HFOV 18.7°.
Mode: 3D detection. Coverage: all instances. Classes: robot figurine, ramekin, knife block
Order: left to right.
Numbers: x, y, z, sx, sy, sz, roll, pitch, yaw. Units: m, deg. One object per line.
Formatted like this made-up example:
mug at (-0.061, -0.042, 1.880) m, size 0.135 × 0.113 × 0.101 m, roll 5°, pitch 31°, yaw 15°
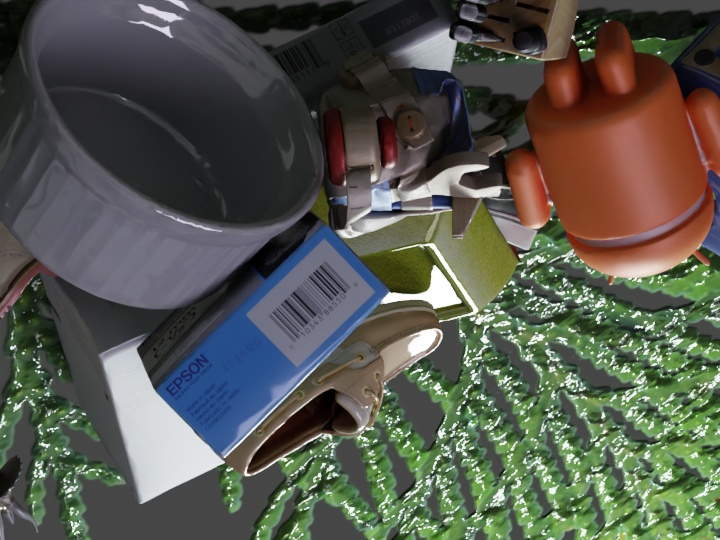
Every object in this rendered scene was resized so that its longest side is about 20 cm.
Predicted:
ramekin at (-0.130, -0.072, 1.307) m, size 0.200 × 0.201 × 0.098 m, roll -1°, pitch 144°, yaw -42°
knife block at (0.097, -0.165, 1.420) m, size 0.200 × 0.064 × 0.176 m, roll 94°, pitch 15°, yaw -53°
robot figurine at (0.189, -0.079, 1.598) m, size 0.144 × 0.117 × 0.200 m, roll -32°, pitch 118°, yaw -19°

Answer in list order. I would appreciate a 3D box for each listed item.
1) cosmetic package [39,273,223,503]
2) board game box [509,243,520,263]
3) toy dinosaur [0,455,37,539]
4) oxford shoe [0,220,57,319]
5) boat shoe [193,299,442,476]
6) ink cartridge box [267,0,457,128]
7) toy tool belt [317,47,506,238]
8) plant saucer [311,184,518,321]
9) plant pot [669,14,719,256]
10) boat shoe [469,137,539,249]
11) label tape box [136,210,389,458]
cosmetic package at (-0.158, 0.061, 1.536) m, size 0.081 × 0.113 × 0.200 m, roll -25°, pitch 145°, yaw -16°
board game box at (0.030, -0.008, 1.685) m, size 0.103 × 0.019 × 0.200 m, roll -32°, pitch 152°, yaw 26°
toy dinosaur at (-0.304, 0.126, 1.494) m, size 0.200 × 0.102 × 0.077 m, roll 11°, pitch 126°, yaw -51°
oxford shoe at (-0.251, -0.009, 1.419) m, size 0.200 × 0.070 × 0.075 m, roll -40°, pitch 119°, yaw 16°
boat shoe at (-0.019, 0.088, 1.542) m, size 0.200 × 0.069 × 0.074 m, roll -26°, pitch 148°, yaw -21°
ink cartridge box at (-0.017, -0.113, 1.515) m, size 0.162 × 0.057 × 0.200 m, roll -28°, pitch 169°, yaw -11°
toy tool belt at (0.037, -0.080, 1.363) m, size 0.123 × 0.125 × 0.200 m, roll -7°, pitch 179°, yaw -2°
plant saucer at (0.000, 0.000, 1.573) m, size 0.200 × 0.048 × 0.200 m, roll -13°, pitch 154°, yaw 13°
plant pot at (0.346, -0.115, 1.658) m, size 0.200 × 0.200 × 0.180 m, roll -43°, pitch 146°, yaw -20°
boat shoe at (0.075, -0.068, 1.626) m, size 0.200 × 0.071 × 0.064 m, roll 17°, pitch 99°, yaw -56°
label tape box at (-0.070, 0.026, 1.379) m, size 0.143 × 0.200 × 0.066 m, roll -45°, pitch 106°, yaw -1°
